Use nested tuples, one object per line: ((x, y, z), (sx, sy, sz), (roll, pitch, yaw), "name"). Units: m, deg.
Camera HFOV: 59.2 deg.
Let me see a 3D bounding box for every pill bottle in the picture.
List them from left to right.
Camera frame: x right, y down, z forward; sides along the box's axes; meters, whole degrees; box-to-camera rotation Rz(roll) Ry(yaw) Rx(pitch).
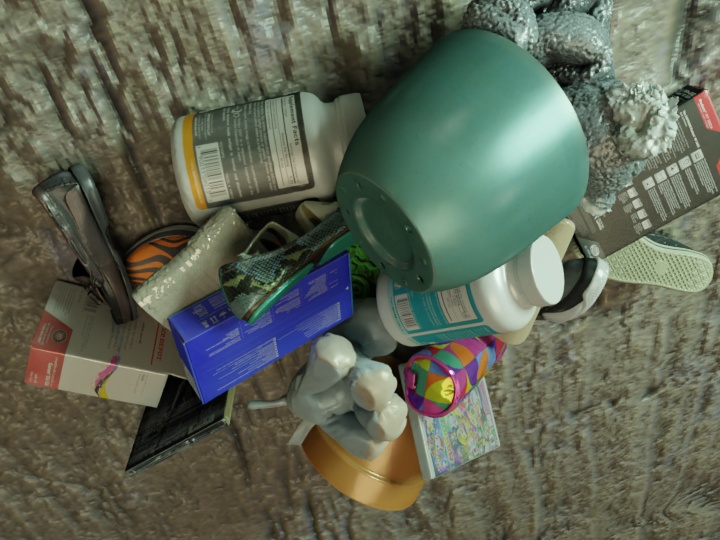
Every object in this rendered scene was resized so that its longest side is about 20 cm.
((-0.088, -0.119, 0.664), (0.194, 0.118, 0.118), (-11, 130, -1), "pill bottle")
((0.119, 0.018, 0.700), (0.197, 0.113, 0.110), (-14, 137, 42), "pill bottle")

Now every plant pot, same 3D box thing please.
((0.027, 0.215, 0.912), (0.196, 0.201, 0.143), (21, 106, -23), "plant pot")
((0.073, -0.080, 0.569), (0.160, 0.199, 0.203), (-39, 132, -19), "plant pot")

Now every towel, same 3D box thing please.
((-0.138, 0.031, 0.683), (0.132, 0.034, 0.201), (-45, 142, -9), "towel")

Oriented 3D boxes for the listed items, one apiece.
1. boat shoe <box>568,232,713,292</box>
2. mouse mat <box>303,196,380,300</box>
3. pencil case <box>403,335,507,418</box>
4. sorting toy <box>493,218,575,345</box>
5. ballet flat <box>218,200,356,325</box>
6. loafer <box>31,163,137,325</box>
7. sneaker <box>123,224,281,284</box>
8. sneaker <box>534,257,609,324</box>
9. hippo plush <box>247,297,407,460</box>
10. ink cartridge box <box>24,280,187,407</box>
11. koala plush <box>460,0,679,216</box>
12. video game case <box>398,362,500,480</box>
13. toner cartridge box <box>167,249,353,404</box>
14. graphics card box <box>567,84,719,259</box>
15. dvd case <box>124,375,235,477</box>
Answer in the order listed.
((0.366, -0.022, 0.848), (0.195, 0.062, 0.076), (15, 109, -2), "boat shoe")
((0.000, 0.000, 0.816), (0.156, 0.008, 0.204), (11, 127, 3), "mouse mat")
((0.126, 0.116, 0.828), (0.086, 0.199, 0.091), (8, 106, 28), "pencil case")
((0.134, -0.019, 0.766), (0.197, 0.036, 0.189), (28, 129, 19), "sorting toy")
((-0.057, -0.030, 0.627), (0.199, 0.073, 0.076), (-38, 140, -33), "ballet flat")
((-0.313, -0.019, 0.726), (0.062, 0.071, 0.204), (-27, 127, -29), "loafer")
((-0.186, 0.007, 0.748), (0.194, 0.113, 0.079), (-7, 131, -4), "sneaker")
((0.209, 0.012, 0.800), (0.112, 0.077, 0.199), (31, 155, -14), "sneaker")
((-0.006, 0.129, 0.800), (0.159, 0.162, 0.200), (42, 131, -6), "hippo plush")
((-0.299, 0.098, 0.799), (0.195, 0.118, 0.068), (17, 126, -20), "ink cartridge box")
((0.202, -0.159, 0.602), (0.181, 0.202, 0.178), (-27, 161, -16), "koala plush")
((0.128, 0.191, 0.877), (0.018, 0.147, 0.198), (-19, 168, 36), "video game case")
((-0.098, 0.049, 0.674), (0.197, 0.043, 0.097), (-29, 139, -26), "toner cartridge box")
((0.333, -0.111, 0.760), (0.197, 0.051, 0.127), (-32, 109, 14), "graphics card box")
((-0.213, 0.148, 0.799), (0.146, 0.202, 0.016), (-30, 120, 15), "dvd case")
